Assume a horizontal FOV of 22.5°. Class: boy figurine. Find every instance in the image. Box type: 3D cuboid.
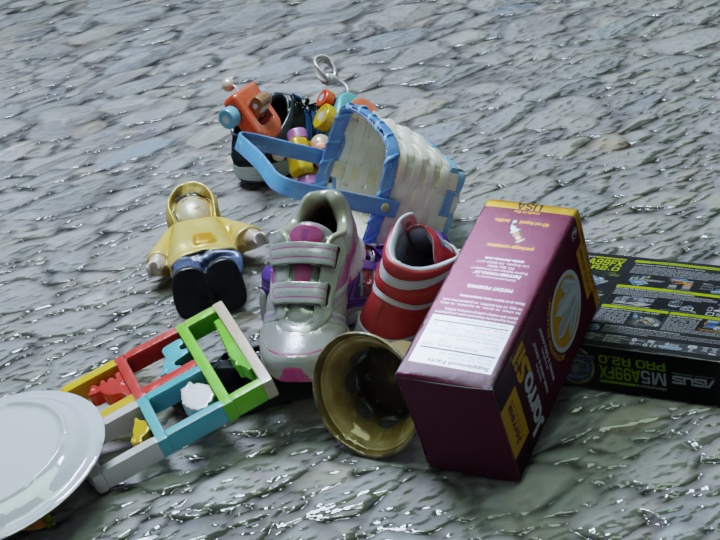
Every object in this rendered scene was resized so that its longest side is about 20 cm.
[{"bbox_3d":[-0.152,-0.025,1.794,0.123,0.065,0.200,-13,30,-2],"label":"boy figurine"}]

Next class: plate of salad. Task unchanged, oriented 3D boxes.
[{"bbox_3d":[-0.298,0.168,1.472,0.198,0.048,0.201,-15,31,9],"label":"plate of salad"}]

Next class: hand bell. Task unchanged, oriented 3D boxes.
[{"bbox_3d":[0.056,0.076,1.529,0.103,0.105,0.200,9,19,31],"label":"hand bell"}]

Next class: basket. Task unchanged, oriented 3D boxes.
[{"bbox_3d":[-0.011,-0.086,1.757,0.198,0.140,0.176,15,15,-22],"label":"basket"}]

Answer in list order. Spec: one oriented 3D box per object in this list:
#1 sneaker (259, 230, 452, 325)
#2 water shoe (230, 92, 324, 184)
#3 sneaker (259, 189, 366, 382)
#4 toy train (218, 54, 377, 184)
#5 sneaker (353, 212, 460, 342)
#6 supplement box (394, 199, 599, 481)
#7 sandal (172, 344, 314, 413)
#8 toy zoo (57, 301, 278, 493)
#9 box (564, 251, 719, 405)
[{"bbox_3d":[0.000,0.000,1.671,0.199,0.084,0.081,-19,29,-22],"label":"sneaker"},{"bbox_3d":[-0.068,-0.166,2.026,0.071,0.080,0.200,11,32,34],"label":"water shoe"},{"bbox_3d":[-0.047,0.008,1.548,0.081,0.089,0.201,-2,45,11],"label":"sneaker"},{"bbox_3d":[-0.055,-0.172,1.964,0.055,0.151,0.200,-33,-1,45],"label":"toy train"},{"bbox_3d":[0.077,-0.005,1.596,0.071,0.113,0.199,33,37,23],"label":"sneaker"},{"bbox_3d":[0.113,0.053,1.443,0.085,0.111,0.201,7,48,27],"label":"supplement box"},{"bbox_3d":[-0.070,0.083,1.572,0.198,0.043,0.076,-9,26,0],"label":"sandal"},{"bbox_3d":[-0.180,0.111,1.525,0.199,0.021,0.131,-28,37,-8],"label":"toy zoo"},{"bbox_3d":[0.241,0.045,1.550,0.198,0.045,0.160,6,30,28],"label":"box"}]
